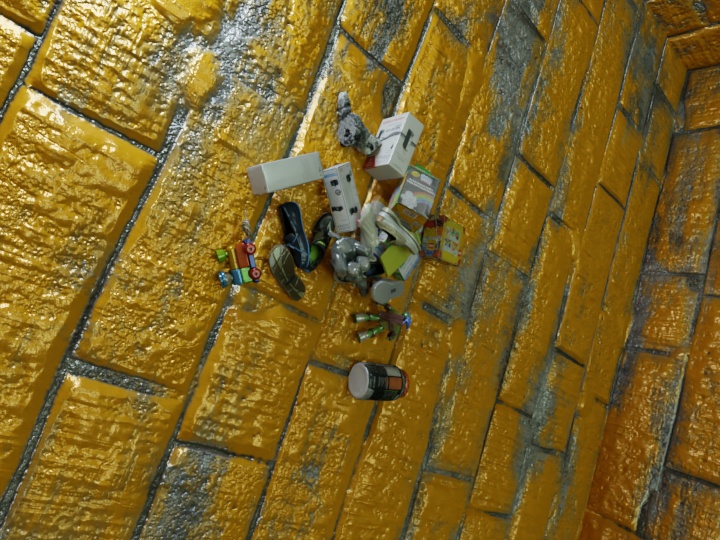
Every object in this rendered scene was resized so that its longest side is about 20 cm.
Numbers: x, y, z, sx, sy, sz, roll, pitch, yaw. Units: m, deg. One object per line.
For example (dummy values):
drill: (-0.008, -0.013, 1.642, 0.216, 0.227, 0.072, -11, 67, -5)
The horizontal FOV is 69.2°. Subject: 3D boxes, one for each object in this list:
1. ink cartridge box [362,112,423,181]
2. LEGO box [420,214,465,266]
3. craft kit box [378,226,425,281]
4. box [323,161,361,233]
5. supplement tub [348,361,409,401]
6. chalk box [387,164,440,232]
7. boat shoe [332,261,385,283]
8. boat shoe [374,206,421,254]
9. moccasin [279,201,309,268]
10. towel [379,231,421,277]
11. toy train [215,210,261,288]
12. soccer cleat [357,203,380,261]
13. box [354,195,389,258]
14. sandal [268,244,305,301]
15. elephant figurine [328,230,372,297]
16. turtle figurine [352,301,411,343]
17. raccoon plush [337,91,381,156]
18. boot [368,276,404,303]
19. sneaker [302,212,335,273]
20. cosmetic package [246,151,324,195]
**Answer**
ink cartridge box: (0.110, -0.413, 1.750, 0.083, 0.143, 0.203, 32, 74, -33)
LEGO box: (0.307, -0.108, 1.925, 0.199, 0.076, 0.152, 17, 82, -56)
craft kit box: (0.156, -0.104, 1.838, 0.201, 0.048, 0.199, -53, 136, -26)
box: (-0.054, -0.231, 1.659, 0.117, 0.059, 0.204, -44, 122, -62)
supplement tub: (0.066, 0.380, 1.778, 0.197, 0.121, 0.125, 14, 85, -37)
chalk box: (0.179, -0.256, 1.745, 0.123, 0.124, 0.203, 25, 66, -10)
boat shoe: (0.000, 0.000, 1.744, 0.197, 0.056, 0.070, -11, 99, -35)
boat shoe: (0.120, -0.114, 1.717, 0.200, 0.074, 0.069, 46, 77, -23)
moccasin: (-0.209, -0.103, 1.574, 0.067, 0.080, 0.204, -13, 87, -45)
towel: (0.136, -0.071, 1.782, 0.200, 0.018, 0.087, -45, 124, -31)
toy train: (-0.355, -0.056, 1.463, 0.114, 0.084, 0.204, -15, 102, -22)
soccer cleat: (0.029, -0.120, 1.664, 0.069, 0.076, 0.203, -53, 155, -51)
box: (0.053, -0.138, 1.789, 0.118, 0.041, 0.203, 36, 73, -34)
sandal: (-0.229, 0.009, 1.579, 0.080, 0.054, 0.202, -42, 131, -22)
elephant figurine: (-0.036, -0.015, 1.639, 0.138, 0.200, 0.159, 4, 74, -2)
turtle figurine: (0.067, 0.174, 1.797, 0.190, 0.201, 0.147, -11, 123, -16)
raccoon plush: (0.003, -0.475, 1.703, 0.132, 0.096, 0.205, -2, 94, -45)
boot: (0.062, 0.062, 1.747, 0.199, 0.094, 0.075, -3, 101, -58)
sneaker: (-0.123, -0.085, 1.627, 0.070, 0.082, 0.203, 29, 74, -23)
cosmetic package: (-0.218, -0.283, 1.531, 0.198, 0.107, 0.087, -21, 105, -36)
